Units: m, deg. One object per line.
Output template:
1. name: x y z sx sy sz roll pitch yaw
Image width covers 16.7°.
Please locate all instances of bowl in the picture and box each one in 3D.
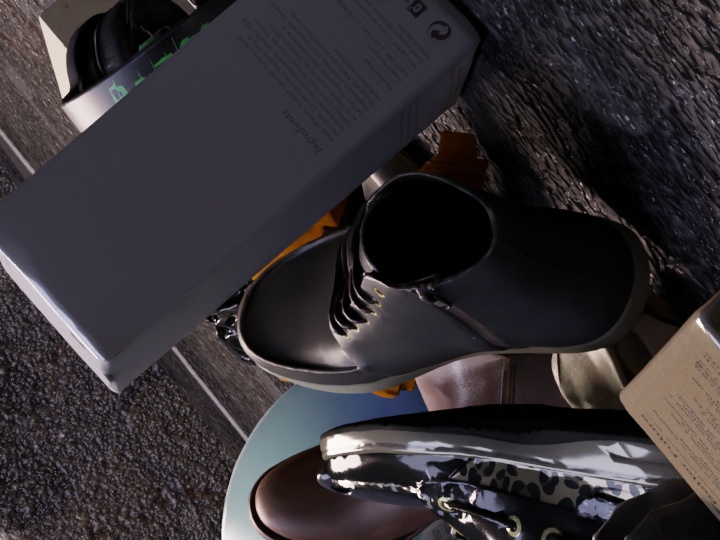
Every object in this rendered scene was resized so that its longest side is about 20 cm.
1. bowl: 0.028 0.156 1.455 0.105 0.201 0.201 12 142 57

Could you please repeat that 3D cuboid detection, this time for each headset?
1. headset: -0.085 -0.123 1.132 0.094 0.123 0.200 53 -170 -9

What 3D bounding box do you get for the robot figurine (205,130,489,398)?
1. robot figurine: 0.000 0.000 1.151 0.145 0.058 0.200 10 153 -1

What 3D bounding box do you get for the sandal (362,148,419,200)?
1. sandal: 0.027 0.004 1.256 0.082 0.055 0.200 44 168 34

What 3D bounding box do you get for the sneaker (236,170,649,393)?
1. sneaker: 0.006 -0.002 0.990 0.200 0.075 0.106 -11 159 38

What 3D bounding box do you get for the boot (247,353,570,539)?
1. boot: 0.028 0.067 1.143 0.200 0.186 0.064 79 180 -66

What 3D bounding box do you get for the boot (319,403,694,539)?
1. boot: 0.067 0.132 0.976 0.203 0.073 0.154 0 94 41

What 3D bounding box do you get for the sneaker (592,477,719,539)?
1. sneaker: 0.184 0.140 0.896 0.200 0.104 0.060 53 170 -11

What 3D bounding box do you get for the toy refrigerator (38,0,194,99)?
1. toy refrigerator: -0.139 -0.124 1.478 0.070 0.076 0.200 49 171 9

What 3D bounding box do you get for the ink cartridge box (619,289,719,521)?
1. ink cartridge box: 0.182 0.081 0.777 0.200 0.075 0.165 49 172 7

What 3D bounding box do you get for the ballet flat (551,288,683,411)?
1. ballet flat: 0.152 0.084 0.976 0.200 0.067 0.062 45 141 17

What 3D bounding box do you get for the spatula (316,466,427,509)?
1. spatula: 0.078 0.105 1.136 0.057 0.199 0.021 112 161 -62

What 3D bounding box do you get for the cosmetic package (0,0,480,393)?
1. cosmetic package: -0.053 -0.046 0.998 0.081 0.200 0.113 49 170 5
